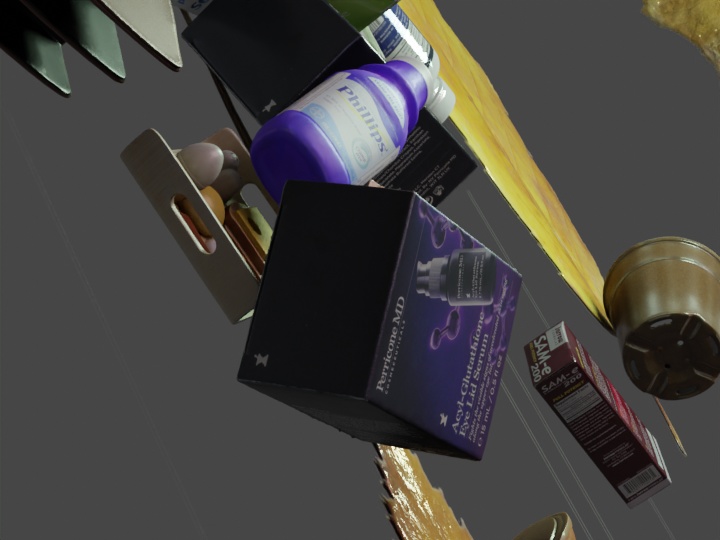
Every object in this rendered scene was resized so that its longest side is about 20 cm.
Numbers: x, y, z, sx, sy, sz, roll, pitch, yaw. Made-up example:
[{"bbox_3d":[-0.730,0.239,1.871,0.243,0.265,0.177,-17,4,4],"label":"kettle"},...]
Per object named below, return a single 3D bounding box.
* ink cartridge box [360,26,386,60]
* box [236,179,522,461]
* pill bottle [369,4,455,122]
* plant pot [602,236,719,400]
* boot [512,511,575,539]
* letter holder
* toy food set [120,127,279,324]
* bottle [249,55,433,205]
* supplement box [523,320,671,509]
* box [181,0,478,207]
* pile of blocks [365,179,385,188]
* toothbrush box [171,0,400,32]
[{"bbox_3d":[0.004,-0.159,1.827,0.146,0.048,0.200,94,-23,-50],"label":"ink cartridge box"},{"bbox_3d":[0.018,0.038,1.279,0.200,0.104,0.148,32,69,-59],"label":"box"},{"bbox_3d":[0.022,-0.248,2.124,0.200,0.111,0.111,48,15,-28],"label":"pill bottle"},{"bbox_3d":[0.463,0.082,2.733,0.200,0.200,0.198,51,22,-18],"label":"plant pot"},{"bbox_3d":[0.168,0.291,1.408,0.155,0.074,0.200,50,26,-16],"label":"boot"},{"bbox_3d":[-0.218,-0.196,1.182,0.200,0.101,0.142,43,20,-41],"label":"letter holder"},{"bbox_3d":[-0.090,-0.043,1.336,0.144,0.060,0.200,56,13,3],"label":"toy food set"},{"bbox_3d":[-0.006,-0.113,1.422,0.084,0.065,0.200,56,39,-6],"label":"bottle"},{"bbox_3d":[0.271,0.165,2.094,0.200,0.061,0.109,51,13,-19],"label":"supplement box"},{"bbox_3d":[-0.028,-0.151,1.617,0.200,0.117,0.197,43,4,-42],"label":"box"},{"bbox_3d":[0.002,0.033,1.429,0.082,0.062,0.200,8,74,-37],"label":"pile of blocks"},{"bbox_3d":[-0.069,-0.290,1.709,0.200,0.146,0.086,20,46,-44],"label":"toothbrush box"}]
